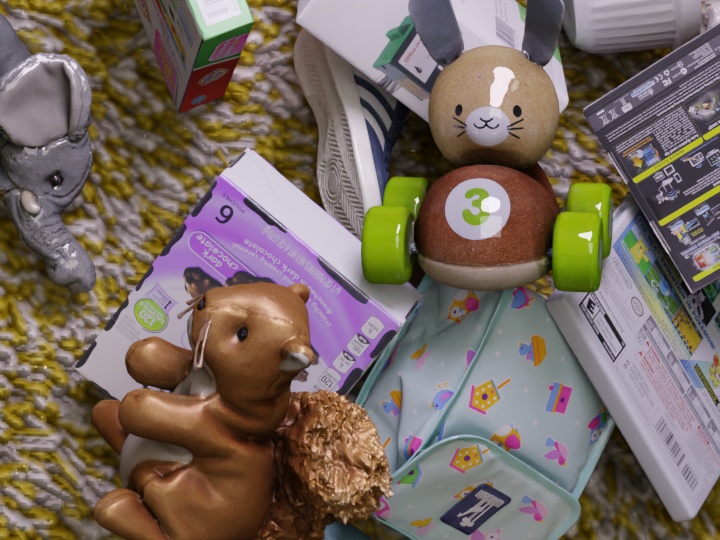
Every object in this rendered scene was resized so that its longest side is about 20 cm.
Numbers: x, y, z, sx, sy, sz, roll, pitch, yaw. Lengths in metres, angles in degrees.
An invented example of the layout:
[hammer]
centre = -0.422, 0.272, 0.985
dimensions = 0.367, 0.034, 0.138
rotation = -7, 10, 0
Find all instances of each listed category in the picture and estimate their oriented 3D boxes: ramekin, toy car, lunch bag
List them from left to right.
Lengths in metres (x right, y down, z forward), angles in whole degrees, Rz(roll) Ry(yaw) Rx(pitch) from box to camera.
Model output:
[lunch bag]
centre = 0.090, 0.115, 1.669
dimensions = 0.170, 0.122, 0.201
rotation = 32, 82, -38
[toy car]
centre = 0.090, -0.097, 1.585
dimensions = 0.163, 0.158, 0.202
rotation = 2, 107, 11
[ramekin]
centre = 0.190, -0.258, 1.742
dimensions = 0.094, 0.202, 0.204
rotation = -14, 82, 0

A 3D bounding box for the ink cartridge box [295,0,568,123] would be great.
[ink cartridge box]
centre = 0.052, -0.181, 1.698
dimensions = 0.199, 0.146, 0.084
rotation = 36, 111, -15

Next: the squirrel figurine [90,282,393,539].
[squirrel figurine]
centre = -0.070, 0.101, 1.565
dimensions = 0.199, 0.142, 0.187
rotation = 28, 111, -13

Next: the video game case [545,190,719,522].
[video game case]
centre = 0.228, 0.054, 1.699
dimensions = 0.201, 0.022, 0.182
rotation = 58, 44, -16

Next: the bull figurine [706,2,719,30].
[bull figurine]
centre = 0.313, -0.151, 1.745
dimensions = 0.065, 0.122, 0.201
rotation = 12, 45, -18

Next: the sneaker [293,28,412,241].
[sneaker]
centre = 0.011, -0.108, 1.726
dimensions = 0.084, 0.075, 0.201
rotation = 3, 62, -26

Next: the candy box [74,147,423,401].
[candy box]
centre = -0.082, 0.045, 1.649
dimensions = 0.167, 0.072, 0.200
rotation = 39, 114, 0

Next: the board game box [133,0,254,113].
[board game box]
centre = -0.135, -0.216, 1.674
dimensions = 0.040, 0.200, 0.154
rotation = -21, 84, -13

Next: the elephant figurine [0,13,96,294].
[elephant figurine]
centre = -0.252, -0.109, 1.688
dimensions = 0.199, 0.155, 0.142
rotation = 26, 33, -14

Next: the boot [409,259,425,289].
[boot]
centre = 0.000, 0.000, 1.716
dimensions = 0.198, 0.074, 0.076
rotation = -11, 95, -9

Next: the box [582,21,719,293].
[box]
centre = 0.285, -0.102, 1.650
dimensions = 0.199, 0.044, 0.161
rotation = -32, 90, 22

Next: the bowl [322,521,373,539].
[bowl]
centre = -0.045, 0.269, 1.650
dimensions = 0.199, 0.105, 0.202
rotation = 1, 80, -8
